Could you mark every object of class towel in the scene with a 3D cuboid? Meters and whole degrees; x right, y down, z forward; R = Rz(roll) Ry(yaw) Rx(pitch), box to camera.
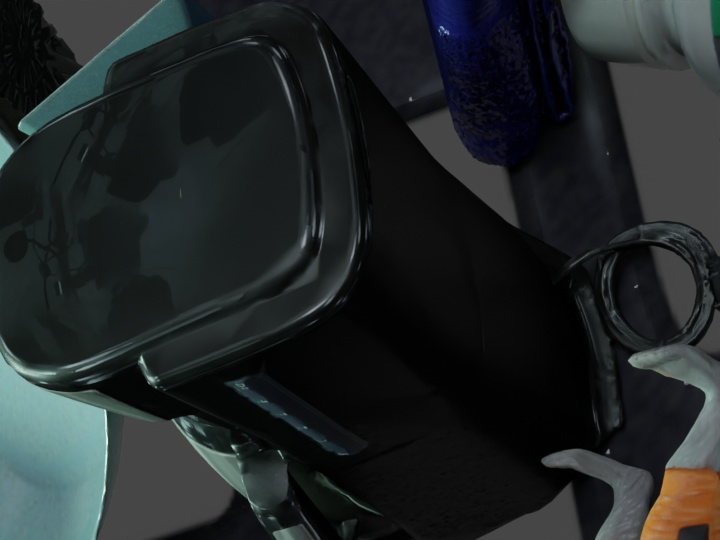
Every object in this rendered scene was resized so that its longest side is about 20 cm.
[{"bbox_3d":[0.036,-0.144,0.863,0.049,0.200,0.149,-13,62,2],"label":"towel"}]

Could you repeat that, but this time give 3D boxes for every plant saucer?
[{"bbox_3d":[-0.139,0.026,0.920,0.200,0.039,0.203,20,117,45],"label":"plant saucer"},{"bbox_3d":[-0.063,-0.056,0.879,0.070,0.200,0.019,-40,79,5],"label":"plant saucer"}]

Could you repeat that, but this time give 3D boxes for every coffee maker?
[{"bbox_3d":[0.000,0.000,0.810,0.192,0.200,0.135,-41,57,5],"label":"coffee maker"}]

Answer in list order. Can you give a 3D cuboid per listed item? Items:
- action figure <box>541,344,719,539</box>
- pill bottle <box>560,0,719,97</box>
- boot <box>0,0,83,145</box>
[{"bbox_3d":[0.116,0.122,0.722,0.200,0.104,0.195,138,128,-57],"label":"action figure"},{"bbox_3d":[0.174,-0.105,0.821,0.199,0.113,0.114,10,73,30],"label":"pill bottle"},{"bbox_3d":[-0.221,-0.073,0.977,0.199,0.182,0.073,-5,48,21],"label":"boot"}]
